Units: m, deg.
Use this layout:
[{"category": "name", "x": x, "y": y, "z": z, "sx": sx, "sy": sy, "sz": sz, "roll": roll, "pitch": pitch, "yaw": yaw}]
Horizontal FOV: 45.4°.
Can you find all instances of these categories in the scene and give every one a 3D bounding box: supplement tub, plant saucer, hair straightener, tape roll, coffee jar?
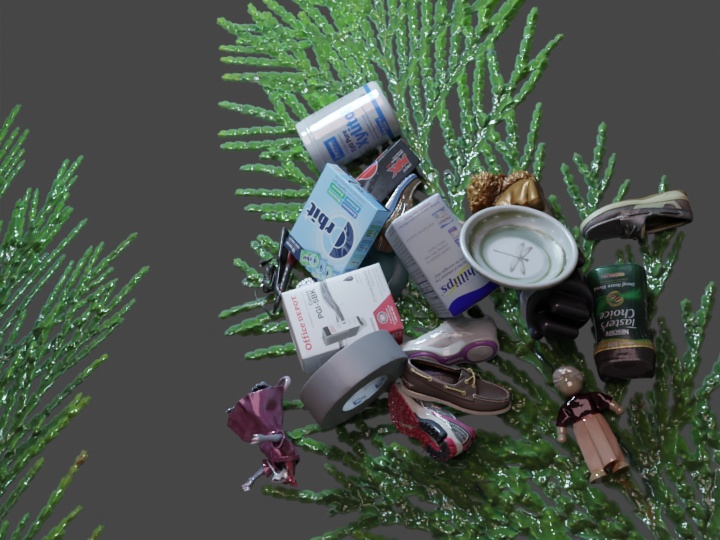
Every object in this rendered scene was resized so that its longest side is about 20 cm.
[{"category": "supplement tub", "x": -0.025, "y": -0.307, "z": 1.860, "sx": 0.200, "sy": 0.132, "sz": 0.132, "roll": -29, "pitch": 56, "yaw": 4}, {"category": "plant saucer", "x": 0.000, "y": 0.000, "z": 1.746, "sx": 0.199, "sy": 0.027, "sz": 0.201, "roll": -10, "pitch": 59, "yaw": 16}, {"category": "plant saucer", "x": 0.264, "y": -0.028, "z": 1.455, "sx": 0.199, "sy": 0.050, "sz": 0.201, "roll": 3, "pitch": 45, "yaw": -3}, {"category": "hair straightener", "x": -0.176, "y": 0.000, "z": 1.812, "sx": 0.077, "sy": 0.041, "sz": 0.201, "roll": 3, "pitch": 68, "yaw": 22}, {"category": "tape roll", "x": -0.010, "y": 0.194, "z": 1.533, "sx": 0.200, "sy": 0.200, "sz": 0.066, "roll": -39, "pitch": 72, "yaw": -2}, {"category": "coffee jar", "x": 0.450, "y": 0.092, "z": 1.487, "sx": 0.104, "sy": 0.085, "sz": 0.201, "roll": -8, "pitch": 61, "yaw": 18}]

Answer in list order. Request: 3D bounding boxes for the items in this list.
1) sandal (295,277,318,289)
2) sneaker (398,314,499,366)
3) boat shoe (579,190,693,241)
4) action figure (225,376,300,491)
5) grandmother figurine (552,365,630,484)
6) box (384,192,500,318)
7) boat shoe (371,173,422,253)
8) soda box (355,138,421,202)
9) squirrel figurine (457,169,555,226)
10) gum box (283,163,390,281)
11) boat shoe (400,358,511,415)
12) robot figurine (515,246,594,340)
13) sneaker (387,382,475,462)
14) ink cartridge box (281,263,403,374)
[{"category": "sandal", "x": -0.064, "y": 0.100, "z": 1.699, "sx": 0.075, "sy": 0.048, "sz": 0.201, "roll": -23, "pitch": 58, "yaw": -8}, {"category": "sneaker", "x": 0.159, "y": 0.135, "z": 1.597, "sx": 0.199, "sy": 0.075, "sz": 0.100, "roll": -12, "pitch": 40, "yaw": 15}, {"category": "boat shoe", "x": 0.506, "y": -0.089, "z": 1.574, "sx": 0.200, "sy": 0.072, "sz": 0.066, "roll": -16, "pitch": 53, "yaw": 7}, {"category": "action figure", "x": -0.164, "y": 0.320, "z": 1.612, "sx": 0.149, "sy": 0.134, "sz": 0.200, "roll": -17, "pitch": 61, "yaw": -40}, {"category": "grandmother figurine", "x": 0.382, "y": 0.249, "z": 1.446, "sx": 0.121, "sy": 0.061, "sz": 0.200, "roll": -21, "pitch": 60, "yaw": -1}, {"category": "box", "x": 0.143, "y": -0.022, "z": 1.566, "sx": 0.105, "sy": 0.184, "sz": 0.200, "roll": -33, "pitch": 89, "yaw": -3}, {"category": "boat shoe", "x": 0.081, "y": -0.111, "z": 1.752, "sx": 0.072, "sy": 0.072, "sz": 0.200, "roll": 32, "pitch": 63, "yaw": 6}, {"category": "soda box", "x": 0.031, "y": -0.180, "z": 1.794, "sx": 0.071, "sy": 0.063, "sz": 0.200, "roll": 45, "pitch": 82, "yaw": -10}, {"category": "squirrel figurine", "x": 0.267, "y": -0.102, "z": 1.656, "sx": 0.186, "sy": 0.142, "sz": 0.200, "roll": -27, "pitch": 42, "yaw": 18}, {"category": "gum box", "x": -0.051, "y": -0.083, "z": 1.712, "sx": 0.170, "sy": 0.044, "sz": 0.200, "roll": 45, "pitch": 116, "yaw": 33}, {"category": "boat shoe", "x": 0.171, "y": 0.202, "z": 1.518, "sx": 0.199, "sy": 0.060, "sz": 0.072, "roll": 12, "pitch": 30, "yaw": 8}, {"category": "robot figurine", "x": 0.340, "y": 0.036, "z": 1.515, "sx": 0.150, "sy": 0.125, "sz": 0.200, "roll": -29, "pitch": 29, "yaw": 15}, {"category": "sneaker", "x": 0.118, "y": 0.266, "z": 1.534, "sx": 0.074, "sy": 0.081, "sz": 0.200, "roll": -16, "pitch": 37, "yaw": -32}, {"category": "ink cartridge box", "x": -0.035, "y": 0.091, "z": 1.623, "sx": 0.199, "sy": 0.083, "sz": 0.147, "roll": -18, "pitch": 66, "yaw": -8}]
